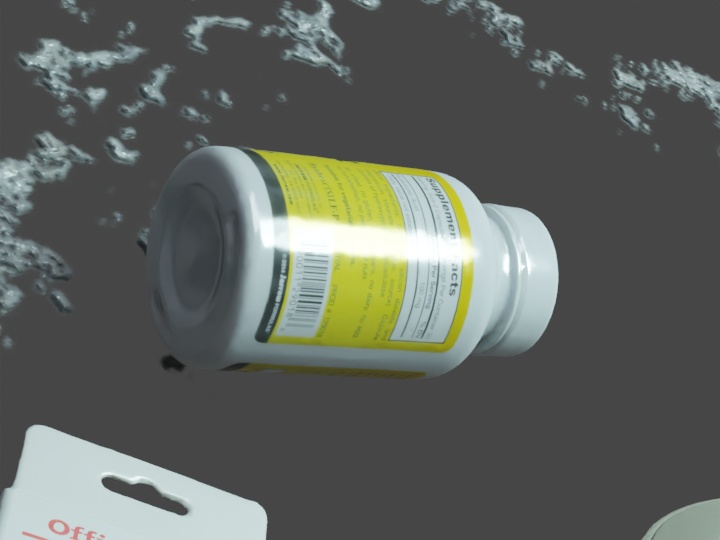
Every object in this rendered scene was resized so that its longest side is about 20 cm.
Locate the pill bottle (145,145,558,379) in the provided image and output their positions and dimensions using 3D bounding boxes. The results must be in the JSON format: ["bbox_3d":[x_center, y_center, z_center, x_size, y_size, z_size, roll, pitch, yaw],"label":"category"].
[{"bbox_3d":[0.000,0.000,0.997,0.200,0.111,0.111,6,42,-33],"label":"pill bottle"}]

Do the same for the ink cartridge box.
[{"bbox_3d":[-0.105,0.163,0.752,0.116,0.068,0.200,23,37,-13],"label":"ink cartridge box"}]

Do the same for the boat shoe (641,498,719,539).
[{"bbox_3d":[0.180,0.164,0.994,0.200,0.073,0.063,-19,101,-55],"label":"boat shoe"}]
